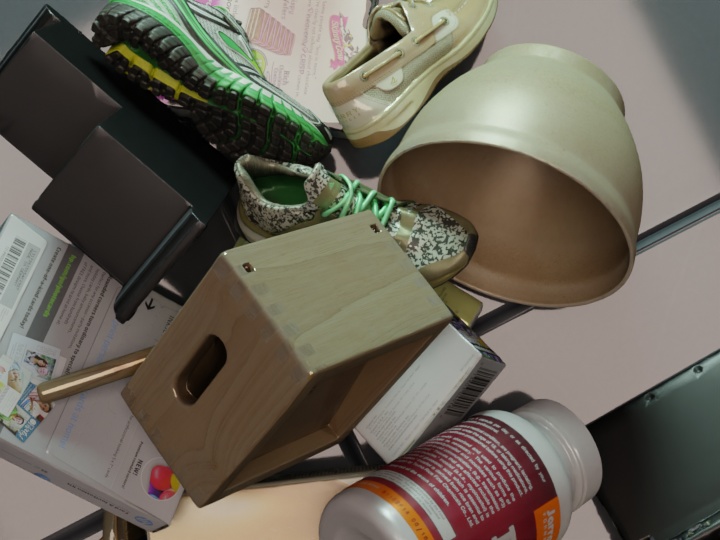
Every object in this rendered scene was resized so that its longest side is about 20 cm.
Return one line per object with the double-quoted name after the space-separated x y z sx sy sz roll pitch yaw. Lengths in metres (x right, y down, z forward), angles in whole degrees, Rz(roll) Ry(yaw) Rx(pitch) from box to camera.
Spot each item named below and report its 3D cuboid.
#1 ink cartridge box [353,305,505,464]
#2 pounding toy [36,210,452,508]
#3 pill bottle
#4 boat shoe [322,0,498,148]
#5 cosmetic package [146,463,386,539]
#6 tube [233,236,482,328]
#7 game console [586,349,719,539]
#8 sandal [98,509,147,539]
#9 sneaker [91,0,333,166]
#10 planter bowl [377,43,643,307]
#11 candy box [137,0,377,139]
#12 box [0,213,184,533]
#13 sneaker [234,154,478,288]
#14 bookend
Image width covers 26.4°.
0.004 0.045 1.166 0.200 0.050 0.109 45 103 29 "ink cartridge box"
-0.082 0.059 1.056 0.143 0.183 0.200 52 128 16 "pounding toy"
0.077 0.170 1.092 0.199 0.113 0.114 -26 87 -34 "pill bottle"
0.039 -0.179 1.176 0.065 0.072 0.200 53 55 -22 "boat shoe"
-0.060 0.195 1.181 0.198 0.105 0.072 -7 86 1 "cosmetic package"
0.000 0.000 1.219 0.199 0.052 0.058 31 49 6 "tube"
0.298 0.178 1.225 0.199 0.117 0.177 -29 118 -1 "game console"
-0.192 0.230 1.196 0.053 0.080 0.202 -4 86 15 "sandal"
-0.098 -0.153 1.150 0.199 0.078 0.086 38 56 -11 "sneaker"
0.128 -0.085 1.163 0.199 0.201 0.136 23 62 1 "planter bowl"
-0.089 -0.186 1.218 0.198 0.061 0.138 8 89 1 "candy box"
-0.201 0.075 1.110 0.199 0.041 0.157 29 62 -16 "box"
-0.013 -0.040 1.113 0.198 0.089 0.078 12 68 21 "sneaker"
-0.198 -0.083 1.099 0.198 0.200 0.092 41 102 -8 "bookend"
